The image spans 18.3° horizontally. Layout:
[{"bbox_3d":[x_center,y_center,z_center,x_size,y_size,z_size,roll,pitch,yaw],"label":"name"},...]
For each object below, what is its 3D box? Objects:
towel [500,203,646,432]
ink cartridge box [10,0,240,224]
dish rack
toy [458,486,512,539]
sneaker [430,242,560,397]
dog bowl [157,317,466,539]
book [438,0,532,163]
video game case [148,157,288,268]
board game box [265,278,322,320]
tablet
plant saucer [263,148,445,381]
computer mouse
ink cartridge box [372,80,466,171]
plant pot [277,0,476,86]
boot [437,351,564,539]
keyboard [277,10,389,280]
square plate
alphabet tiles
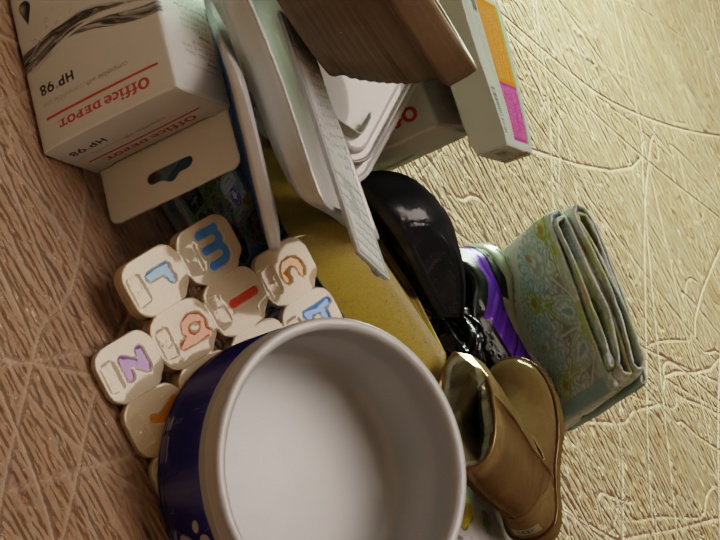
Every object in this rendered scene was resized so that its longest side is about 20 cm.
[{"bbox_3d":[0.177,0.049,1.990,0.048,0.200,0.171,-14,76,-25],"label":"towel"},{"bbox_3d":[-0.163,-0.146,1.513,0.067,0.116,0.200,20,50,-59],"label":"ink cartridge box"},{"bbox_3d":[-0.042,-0.179,1.695,0.200,0.044,0.172,34,62,-12],"label":"dish rack"},{"bbox_3d":[0.098,0.220,1.813,0.200,0.047,0.115,42,34,-55],"label":"toy"},{"bbox_3d":[0.104,0.071,1.957,0.100,0.070,0.200,1,64,-56],"label":"sneaker"},{"bbox_3d":[-0.031,0.135,1.470,0.200,0.079,0.200,9,74,-34],"label":"dog bowl"},{"bbox_3d":[0.098,-0.155,1.794,0.200,0.048,0.134,0,72,-80],"label":"book"},{"bbox_3d":[-0.121,-0.077,1.664,0.200,0.018,0.143,59,23,-15],"label":"video game case"},{"bbox_3d":[-0.024,0.125,1.607,0.200,0.047,0.151,57,32,-11],"label":"board game box"},{"bbox_3d":[-0.082,-0.104,1.547,0.200,0.014,0.130,-115,-168,-67],"label":"tablet"},{"bbox_3d":[0.000,0.000,1.727,0.200,0.048,0.200,56,5,-22],"label":"plant saucer"},{"bbox_3d":[0.051,-0.019,1.817,0.139,0.053,0.200,47,-10,41],"label":"computer mouse"},{"bbox_3d":[-0.016,-0.178,1.823,0.084,0.145,0.200,-6,74,-67],"label":"ink cartridge box"},{"bbox_3d":[-0.009,-0.202,1.556,0.201,0.093,0.201,57,7,-11],"label":"plant pot"},{"bbox_3d":[0.108,0.111,1.746,0.200,0.066,0.175,52,24,-57],"label":"boot"},{"bbox_3d":[-0.019,-0.086,1.518,0.056,0.011,0.200,53,16,-61],"label":"keyboard"},{"bbox_3d":[-0.048,-0.119,1.558,0.200,0.028,0.198,28,41,-77],"label":"square plate"},{"bbox_3d":[-0.086,0.068,1.503,0.196,0.015,0.200,-33,99,-36],"label":"alphabet tiles"}]
